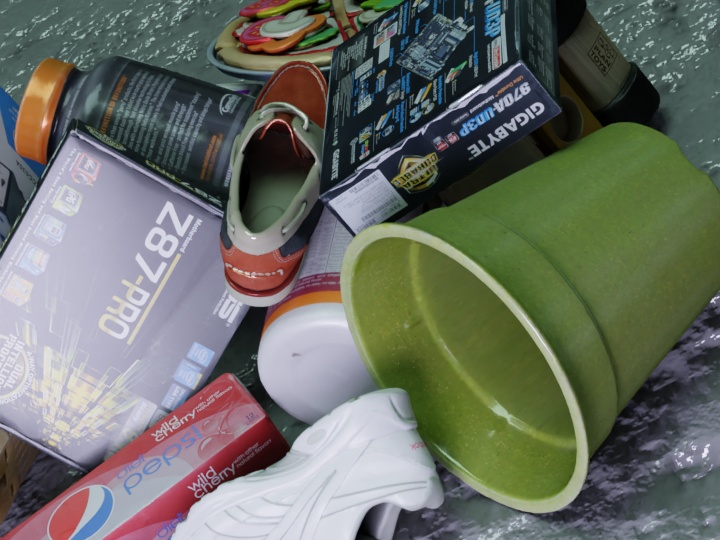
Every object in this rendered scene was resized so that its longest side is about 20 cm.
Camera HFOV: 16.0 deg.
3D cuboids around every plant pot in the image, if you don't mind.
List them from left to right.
[{"bbox_3d":[0.122,0.009,1.538,0.190,0.201,0.199,-38,34,-28],"label":"plant pot"}]

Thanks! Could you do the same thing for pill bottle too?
[{"bbox_3d":[-0.134,-0.083,1.748,0.199,0.107,0.107,18,51,6],"label":"pill bottle"},{"bbox_3d":[0.000,0.000,1.682,0.109,0.110,0.201,-14,39,23],"label":"pill bottle"}]

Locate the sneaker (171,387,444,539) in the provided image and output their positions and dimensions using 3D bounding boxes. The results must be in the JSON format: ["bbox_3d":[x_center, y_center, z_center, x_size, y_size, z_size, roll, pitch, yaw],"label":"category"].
[{"bbox_3d":[-0.035,0.160,1.551,0.200,0.078,0.100,-38,70,23],"label":"sneaker"}]

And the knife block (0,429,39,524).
[{"bbox_3d":[-0.310,0.097,1.781,0.174,0.064,0.201,14,52,13],"label":"knife block"}]

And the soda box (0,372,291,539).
[{"bbox_3d":[-0.137,0.156,1.641,0.200,0.064,0.070,-37,36,-6],"label":"soda box"}]

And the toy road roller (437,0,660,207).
[{"bbox_3d":[0.095,-0.094,1.721,0.146,0.123,0.201,-14,37,47],"label":"toy road roller"}]

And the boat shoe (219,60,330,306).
[{"bbox_3d":[-0.051,-0.069,1.638,0.071,0.063,0.201,6,48,7],"label":"boat shoe"}]

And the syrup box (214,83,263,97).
[{"bbox_3d":[-0.125,-0.039,1.848,0.081,0.079,0.201,1,47,39],"label":"syrup box"}]

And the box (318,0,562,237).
[{"bbox_3d":[0.051,-0.122,1.625,0.158,0.046,0.200,-33,25,21],"label":"box"}]

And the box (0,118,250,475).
[{"bbox_3d":[-0.168,0.026,1.675,0.201,0.161,0.049,-58,13,8],"label":"box"}]

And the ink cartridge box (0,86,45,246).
[{"bbox_3d":[-0.296,-0.049,1.758,0.085,0.147,0.201,-21,43,23],"label":"ink cartridge box"}]

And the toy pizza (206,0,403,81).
[{"bbox_3d":[-0.015,-0.182,1.831,0.199,0.032,0.200,-10,21,4],"label":"toy pizza"}]

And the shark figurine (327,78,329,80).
[{"bbox_3d":[-0.020,-0.137,1.839,0.128,0.089,0.215,-54,24,42],"label":"shark figurine"}]
